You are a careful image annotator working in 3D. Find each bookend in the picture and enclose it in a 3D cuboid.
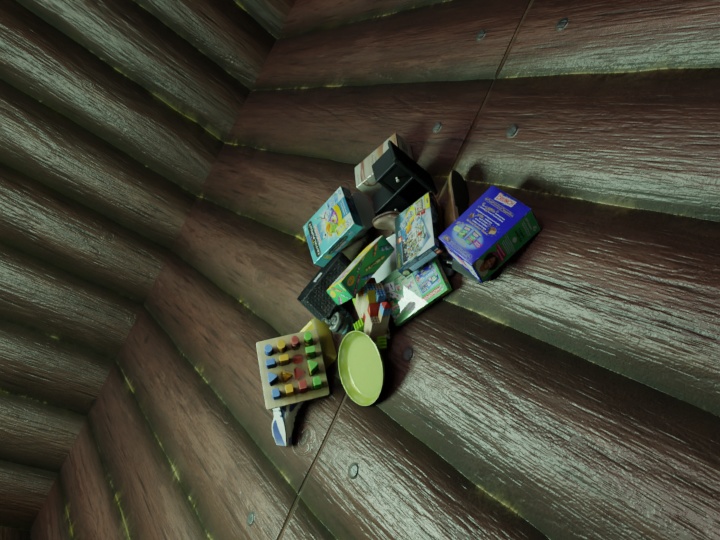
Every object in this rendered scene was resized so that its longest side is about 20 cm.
[{"bbox_3d":[0.094,-0.249,1.790,0.198,0.198,0.094,-40,39,24],"label":"bookend"}]

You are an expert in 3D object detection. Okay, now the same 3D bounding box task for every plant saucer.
[{"bbox_3d":[-0.172,0.261,1.911,0.200,0.048,0.203,-45,38,22],"label":"plant saucer"},{"bbox_3d":[0.007,0.269,1.638,0.197,0.030,0.208,8,100,50],"label":"plant saucer"}]

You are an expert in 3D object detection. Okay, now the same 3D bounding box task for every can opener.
[{"bbox_3d":[0.266,-0.005,1.550,0.199,0.051,0.069,28,123,56],"label":"can opener"}]

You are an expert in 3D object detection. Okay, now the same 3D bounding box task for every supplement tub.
[{"bbox_3d":[-0.059,-0.157,1.967,0.197,0.143,0.149,-28,46,36],"label":"supplement tub"}]

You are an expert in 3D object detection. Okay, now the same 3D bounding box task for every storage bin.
[{"bbox_3d":[-0.101,0.048,1.859,0.201,0.094,0.135,-50,12,-8],"label":"storage bin"}]

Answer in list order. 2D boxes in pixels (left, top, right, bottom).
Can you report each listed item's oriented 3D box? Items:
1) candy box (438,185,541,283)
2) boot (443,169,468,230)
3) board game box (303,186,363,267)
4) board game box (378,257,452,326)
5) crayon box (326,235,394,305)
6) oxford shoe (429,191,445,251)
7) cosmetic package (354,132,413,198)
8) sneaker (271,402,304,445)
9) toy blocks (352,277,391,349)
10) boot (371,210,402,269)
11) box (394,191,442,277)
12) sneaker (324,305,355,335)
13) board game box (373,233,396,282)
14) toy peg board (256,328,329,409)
[{"bbox_3d":[0.319,-0.094,1.472,0.199,0.077,0.169,-43,36,1],"label":"candy box"},{"bbox_3d":[0.260,-0.190,1.660,0.075,0.072,0.206,-34,45,46],"label":"boot"},{"bbox_3d":[-0.090,-0.136,1.853,0.199,0.046,0.154,-42,51,28],"label":"board game box"},{"bbox_3d":[0.147,0.044,1.623,0.198,0.029,0.138,-37,66,33],"label":"board game box"},{"bbox_3d":[0.000,0.000,1.679,0.201,0.058,0.118,-48,7,-26],"label":"crayon box"},{"bbox_3d":[0.205,-0.141,1.663,0.072,0.069,0.205,-54,36,40],"label":"oxford shoe"},{"bbox_3d":[0.078,-0.348,1.973,0.198,0.086,0.106,-37,43,30],"label":"cosmetic package"},{"bbox_3d":[-0.216,0.432,1.828,0.079,0.113,0.208,-8,89,49],"label":"sneaker"},{"bbox_3d":[0.034,0.098,1.662,0.203,0.096,0.140,-112,25,-46],"label":"toy blocks"},{"bbox_3d":[0.113,-0.072,1.725,0.180,0.064,0.207,-5,62,20],"label":"boot"},{"bbox_3d":[0.155,-0.100,1.610,0.135,0.037,0.205,-36,38,34],"label":"box"},{"bbox_3d":[-0.061,0.156,1.828,0.077,0.078,0.201,-59,15,10],"label":"sneaker"},{"bbox_3d":[0.071,0.002,1.800,0.197,0.026,0.206,-28,48,38],"label":"board game box"},{"bbox_3d":[-0.203,0.283,1.752,0.098,0.192,0.207,102,156,-69],"label":"toy peg board"}]
